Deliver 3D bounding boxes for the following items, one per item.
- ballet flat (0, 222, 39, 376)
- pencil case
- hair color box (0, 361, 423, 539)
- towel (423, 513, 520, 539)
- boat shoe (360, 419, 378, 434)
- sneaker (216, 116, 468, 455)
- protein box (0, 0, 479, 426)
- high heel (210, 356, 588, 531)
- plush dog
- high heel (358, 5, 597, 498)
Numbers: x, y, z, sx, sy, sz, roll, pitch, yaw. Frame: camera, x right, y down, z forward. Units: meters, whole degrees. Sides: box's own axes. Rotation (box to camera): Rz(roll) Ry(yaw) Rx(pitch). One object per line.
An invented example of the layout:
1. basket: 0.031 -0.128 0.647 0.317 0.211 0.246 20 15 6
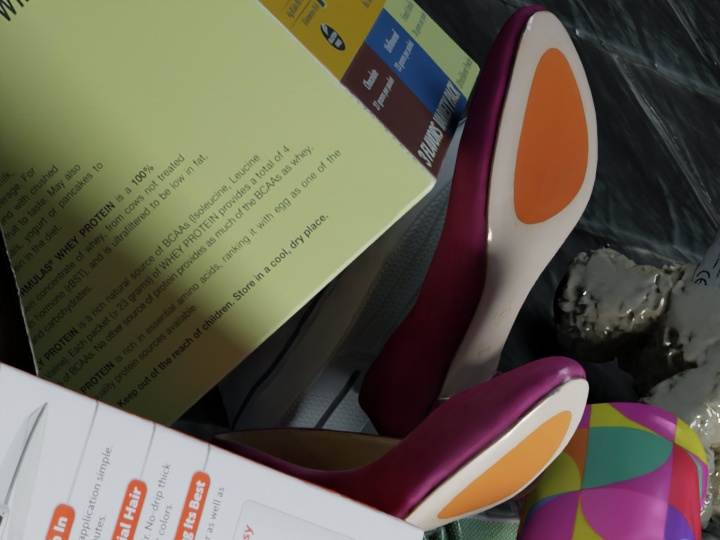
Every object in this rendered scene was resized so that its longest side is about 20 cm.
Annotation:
1. ballet flat: -0.137 0.012 0.757 0.067 0.046 0.201 -13 91 -54
2. pencil case: 0.089 0.141 0.853 0.088 0.088 0.201 40 36 -19
3. hair color box: -0.077 0.109 0.728 0.200 0.064 0.112 27 75 -43
4. towel: 0.110 0.190 0.911 0.149 0.031 0.201 3 54 -41
5. boat shoe: 0.032 0.038 0.987 0.062 0.073 0.201 21 71 -42
6. sneaker: 0.000 0.000 0.929 0.073 0.200 0.071 20 27 -47
7. protein box: -0.097 -0.066 0.850 0.200 0.198 0.135 44 23 -9
8. high heel: 0.008 0.062 0.847 0.067 0.200 0.096 -10 64 -39
9. plush dog: 0.214 0.082 1.271 0.172 0.160 0.201 63 8 -49
10. high heel: 0.035 -0.012 0.857 0.067 0.201 0.096 -13 27 -44
